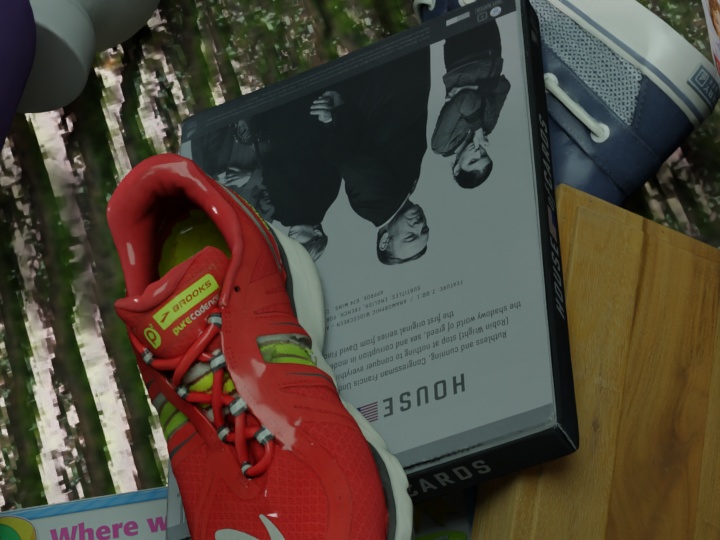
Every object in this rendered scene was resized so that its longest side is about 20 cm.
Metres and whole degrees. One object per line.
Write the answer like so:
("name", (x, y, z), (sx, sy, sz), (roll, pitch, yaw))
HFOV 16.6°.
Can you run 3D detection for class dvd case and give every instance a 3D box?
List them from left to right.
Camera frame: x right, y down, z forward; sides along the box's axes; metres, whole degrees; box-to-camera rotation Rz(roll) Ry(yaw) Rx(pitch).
("dvd case", (0.000, 0.000, 0.880), (0.149, 0.025, 0.201), (-19, 48, 21))

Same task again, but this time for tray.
("tray", (0.092, 0.076, 0.847), (0.098, 0.037, 0.201), (21, 58, -17))

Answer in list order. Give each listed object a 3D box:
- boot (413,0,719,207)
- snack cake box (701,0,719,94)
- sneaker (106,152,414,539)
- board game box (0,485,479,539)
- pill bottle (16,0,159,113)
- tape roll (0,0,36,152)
("boot", (0.044, -0.090, 0.969), (0.090, 0.073, 0.200), (-49, 52, -1))
("snack cake box", (0.178, -0.024, 0.813), (0.067, 0.116, 0.200), (-19, 31, -1))
("sneaker", (-0.046, 0.039, 0.800), (0.077, 0.085, 0.201), (-34, 43, 8))
("board game box", (-0.047, 0.138, 0.854), (0.198, 0.034, 0.135), (-9, 57, 2))
("pill bottle", (-0.123, -0.166, 1.012), (0.110, 0.111, 0.201), (4, 59, 10))
("tape roll", (-0.226, -0.079, 0.917), (0.198, 0.201, 0.086), (7, 58, 12))
